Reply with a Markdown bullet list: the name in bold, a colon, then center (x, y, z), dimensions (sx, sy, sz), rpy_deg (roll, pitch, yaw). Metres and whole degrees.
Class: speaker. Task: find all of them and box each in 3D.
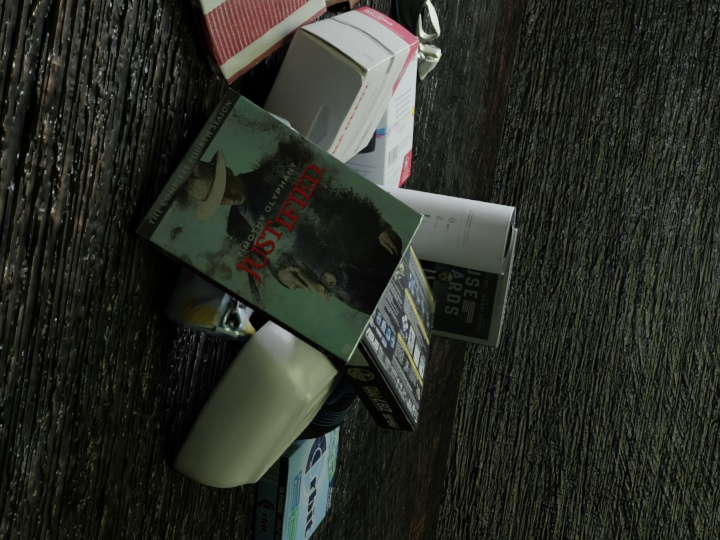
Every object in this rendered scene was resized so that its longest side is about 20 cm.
- **speaker**: center (0.086, -0.052, 0.866), dimensions (0.081, 0.196, 0.083), rpy_deg (10, 90, -73)

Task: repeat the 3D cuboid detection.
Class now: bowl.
- **bowl**: center (-0.076, 0.117, 0.710), dimensions (0.202, 0.074, 0.199), rpy_deg (-58, 171, 27)

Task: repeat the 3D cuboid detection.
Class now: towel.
- **towel**: center (-0.092, -0.274, 0.590), dimensions (0.144, 0.023, 0.202), rpy_deg (-44, 148, -25)

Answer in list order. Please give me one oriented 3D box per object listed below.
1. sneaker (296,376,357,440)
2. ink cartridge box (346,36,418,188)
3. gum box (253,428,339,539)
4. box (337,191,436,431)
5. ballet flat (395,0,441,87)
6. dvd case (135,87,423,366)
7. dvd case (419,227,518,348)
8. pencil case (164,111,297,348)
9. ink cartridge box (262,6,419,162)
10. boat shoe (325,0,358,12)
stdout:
- **sneaker**: center (-0.036, 0.143, 0.846), dimensions (0.077, 0.200, 0.071), rpy_deg (8, 55, -38)
- **ink cartridge box**: center (0.020, -0.212, 0.989), dimensions (0.146, 0.081, 0.204), rpy_deg (-50, 146, -59)
- **gum box**: center (-0.084, 0.293, 0.994), dimensions (0.200, 0.044, 0.174), rpy_deg (-29, 127, -69)
- **box**: center (0.026, 0.046, 0.724), dimensions (0.201, 0.048, 0.164), rpy_deg (61, 36, -51)
- **ballet flat**: center (0.097, -0.374, 1.184), dimensions (0.202, 0.067, 0.069), rpy_deg (80, 25, -50)
- **dvd case**: center (-0.061, -0.036, 0.592), dimensions (0.148, 0.198, 0.022), rpy_deg (-59, -173, -15)
- **dvd case**: center (0.093, 0.005, 0.925), dimensions (0.025, 0.196, 0.154), rpy_deg (-12, 111, -73)
- **pencil case**: center (-0.111, -0.039, 0.638), dimensions (0.091, 0.082, 0.204), rpy_deg (158, -54, -70)
- **ink cartridge box**: center (-0.025, -0.187, 0.763), dimensions (0.148, 0.082, 0.200), rpy_deg (-59, 176, 30)
- **boat shoe**: center (-0.029, -0.323, 0.794), dimensions (0.200, 0.071, 0.069), rpy_deg (-41, 144, -57)
